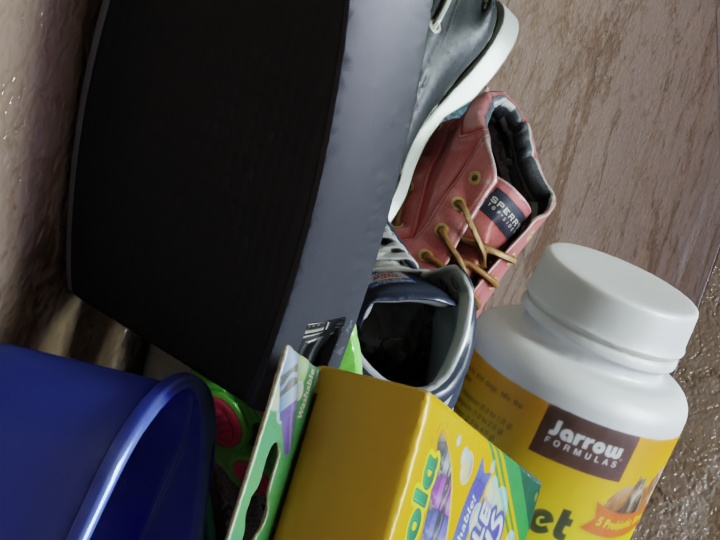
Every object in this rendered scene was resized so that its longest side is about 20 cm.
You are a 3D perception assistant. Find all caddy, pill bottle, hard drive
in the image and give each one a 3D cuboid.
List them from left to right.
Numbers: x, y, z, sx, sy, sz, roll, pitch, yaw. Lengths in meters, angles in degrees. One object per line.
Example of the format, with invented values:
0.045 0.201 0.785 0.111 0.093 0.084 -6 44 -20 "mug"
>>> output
-0.116 0.125 0.953 0.141 0.105 0.200 80 30 -63 "caddy"
-0.050 -0.051 0.950 0.042 0.135 0.200 -25 138 -49 "hard drive"
0.082 0.092 1.176 0.200 0.109 0.109 -67 168 15 "pill bottle"

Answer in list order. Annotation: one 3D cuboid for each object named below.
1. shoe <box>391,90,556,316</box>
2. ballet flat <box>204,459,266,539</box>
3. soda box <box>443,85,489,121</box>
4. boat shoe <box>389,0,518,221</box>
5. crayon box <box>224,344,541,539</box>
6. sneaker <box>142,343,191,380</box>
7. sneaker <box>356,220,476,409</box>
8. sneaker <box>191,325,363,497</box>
0.042 -0.007 1.244 0.091 0.071 0.200 -32 -147 29 "shoe"
-0.050 0.151 1.038 0.200 0.072 0.072 -94 -168 -58 "ballet flat"
0.012 -0.010 1.372 0.068 0.064 0.200 62 48 -71 "soda box"
0.001 -0.075 1.260 0.060 0.076 0.200 46 65 -31 "boat shoe"
0.009 0.117 0.992 0.200 0.052 0.126 40 64 -64 "crayon box"
-0.076 0.085 1.148 0.080 0.076 0.200 -30 134 -36 "sneaker"
0.000 0.000 1.134 0.109 0.070 0.200 101 -25 -56 "sneaker"
-0.041 -0.003 1.054 0.084 0.077 0.200 -61 142 -80 "sneaker"
